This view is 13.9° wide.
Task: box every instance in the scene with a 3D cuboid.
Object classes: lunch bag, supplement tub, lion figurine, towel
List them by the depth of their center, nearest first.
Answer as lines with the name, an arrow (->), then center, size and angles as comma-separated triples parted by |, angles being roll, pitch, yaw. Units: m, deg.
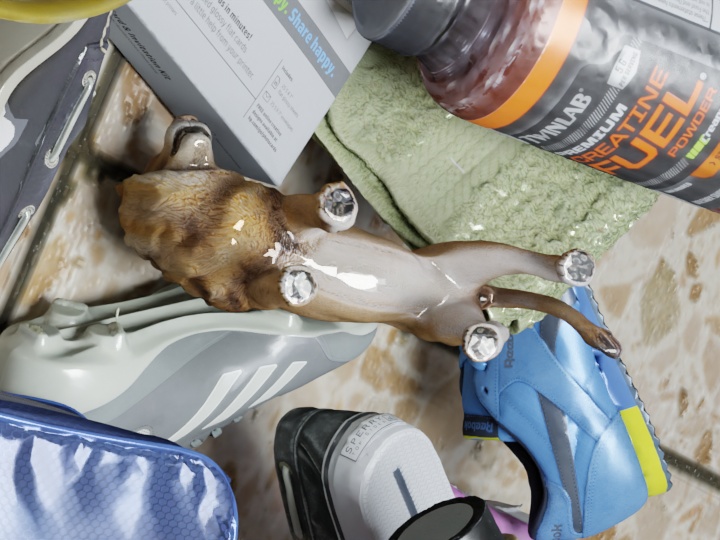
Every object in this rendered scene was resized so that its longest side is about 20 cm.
lunch bag -> -0.164, 0.109, 1.104 | 0.200, 0.132, 0.136 | 16, 88, -35
lion figurine -> 0.000, 0.000, 1.225 | 0.200, 0.122, 0.073 | 23, 81, -21
supplement tub -> 0.098, -0.100, 1.269 | 0.200, 0.107, 0.107 | 18, 91, -24
towel -> 0.075, -0.071, 1.337 | 0.200, 0.148, 0.036 | -41, 176, -37

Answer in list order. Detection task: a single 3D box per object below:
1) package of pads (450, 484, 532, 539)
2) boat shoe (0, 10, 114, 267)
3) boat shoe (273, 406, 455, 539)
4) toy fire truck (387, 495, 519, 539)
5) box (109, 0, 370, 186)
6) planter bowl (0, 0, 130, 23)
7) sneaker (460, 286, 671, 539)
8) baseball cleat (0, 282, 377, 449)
package of pads -> 0.018, 0.195, 1.419 | 0.120, 0.076, 0.200 | 27, 83, -48
boat shoe -> -0.136, -0.074, 1.137 | 0.200, 0.073, 0.063 | -64, 154, -3
boat shoe -> 0.014, 0.136, 1.317 | 0.072, 0.071, 0.200 | -36, 129, -30
toy fire truck -> -0.042, 0.164, 1.205 | 0.176, 0.200, 0.129 | -41, 111, -36
box -> -0.030, -0.160, 1.244 | 0.200, 0.041, 0.156 | -58, 141, -17
planter bowl -> -0.134, -0.192, 1.060 | 0.200, 0.083, 0.201 | -11, 106, -44
sneaker -> 0.073, 0.030, 1.380 | 0.078, 0.066, 0.200 | -23, 93, -4
baseball cleat -> -0.080, 0.054, 1.262 | 0.200, 0.070, 0.107 | -6, 117, -40
